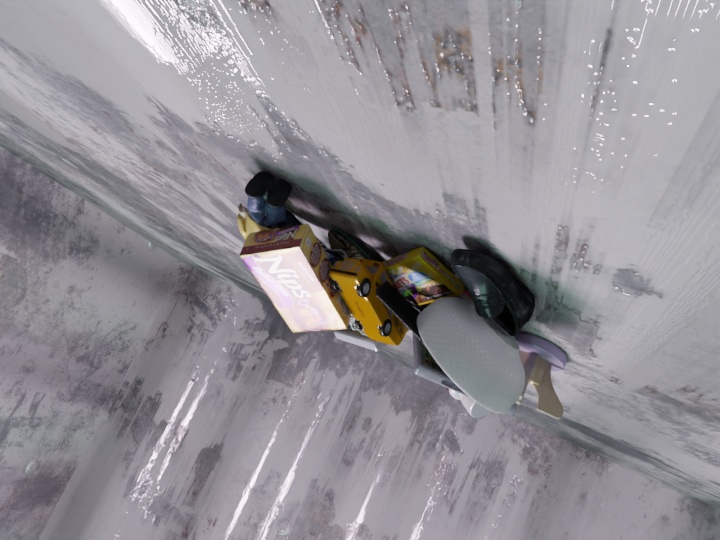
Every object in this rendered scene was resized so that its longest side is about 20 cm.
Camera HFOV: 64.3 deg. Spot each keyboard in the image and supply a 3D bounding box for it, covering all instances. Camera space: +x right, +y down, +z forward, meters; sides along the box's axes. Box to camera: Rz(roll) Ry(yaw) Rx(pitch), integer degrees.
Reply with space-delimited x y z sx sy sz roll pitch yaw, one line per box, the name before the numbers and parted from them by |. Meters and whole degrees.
keyboard | 0.103 0.094 0.924 0.200 0.021 0.127 46 -162 3

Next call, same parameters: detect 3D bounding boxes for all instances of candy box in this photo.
candy box | 0.079 0.020 0.987 0.102 0.027 0.199 42 151 -16
candy box | -0.101 0.019 0.960 0.115 0.057 0.201 -5 136 24

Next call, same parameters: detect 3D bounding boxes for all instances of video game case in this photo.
video game case | 0.173 0.151 0.996 0.180 0.022 0.201 25 -156 -7
video game case | 0.057 0.108 1.242 0.199 0.180 0.024 3 120 63

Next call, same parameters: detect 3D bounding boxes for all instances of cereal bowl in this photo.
cereal bowl | 0.183 0.114 0.888 0.199 0.083 0.201 38 -161 -15

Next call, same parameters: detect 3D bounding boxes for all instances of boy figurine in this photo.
boy figurine | -0.153 -0.068 0.976 0.123 0.065 0.201 23 145 9

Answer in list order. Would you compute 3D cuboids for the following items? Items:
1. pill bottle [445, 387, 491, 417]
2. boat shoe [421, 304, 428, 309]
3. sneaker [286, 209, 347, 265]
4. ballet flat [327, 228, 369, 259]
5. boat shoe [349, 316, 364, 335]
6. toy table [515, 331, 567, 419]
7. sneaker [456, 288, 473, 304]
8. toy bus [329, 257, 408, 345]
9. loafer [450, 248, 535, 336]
pill bottle | 0.200 0.180 1.133 0.114 0.114 0.201 38 -168 -49
boat shoe | 0.119 0.069 1.123 0.197 0.072 0.067 4 132 22
sneaker | -0.090 -0.040 1.042 0.202 0.070 0.108 59 150 3
ballet flat | 0.000 0.000 1.094 0.199 0.076 0.067 36 167 -39
boat shoe | -0.028 0.061 1.140 0.202 0.075 0.064 47 -153 22
toy table | 0.339 0.210 1.173 0.182 0.119 0.200 19 168 31
sneaker | 0.173 0.076 1.018 0.197 0.088 0.074 24 169 13
toy bus | 0.020 0.050 0.982 0.064 0.079 0.201 11 145 36
loafer | 0.190 0.034 0.825 0.067 0.071 0.200 9 160 47
